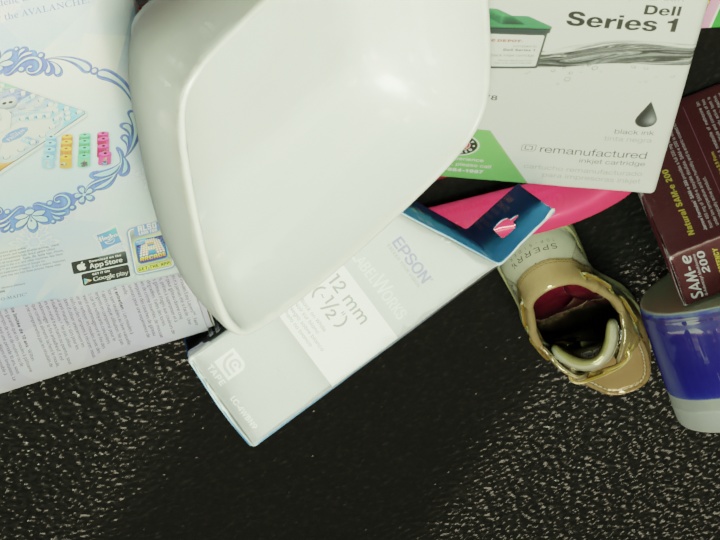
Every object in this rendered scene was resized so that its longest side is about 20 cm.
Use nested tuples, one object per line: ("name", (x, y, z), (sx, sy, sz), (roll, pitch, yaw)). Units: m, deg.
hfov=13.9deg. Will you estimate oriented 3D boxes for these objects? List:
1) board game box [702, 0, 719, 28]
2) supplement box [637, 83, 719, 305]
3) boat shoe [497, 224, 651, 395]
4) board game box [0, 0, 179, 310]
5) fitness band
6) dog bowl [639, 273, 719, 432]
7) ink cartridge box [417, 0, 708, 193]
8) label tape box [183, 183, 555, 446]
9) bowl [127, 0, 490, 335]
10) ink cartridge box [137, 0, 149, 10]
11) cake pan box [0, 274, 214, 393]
("board game box", (0.222, -0.197, 1.570), (0.200, 0.040, 0.153), (-5, 141, -17))
("supplement box", (0.263, -0.068, 1.748), (0.200, 0.109, 0.061), (-21, 144, 4))
("boat shoe", (0.137, 0.036, 1.861), (0.074, 0.066, 0.200), (-28, 142, 13))
("board game box", (-0.196, -0.066, 1.393), (0.200, 0.043, 0.199), (-11, 131, -5))
("fitness band", (0.065, -0.053, 1.714), (0.200, 0.037, 0.144), (-13, 160, 6))
("dog bowl", (0.275, 0.023, 1.798), (0.200, 0.200, 0.079), (-21, 99, 3))
("ink cartridge box", (0.097, -0.136, 1.502), (0.146, 0.084, 0.200), (4, 145, -3))
("label tape box", (0.000, 0.000, 1.581), (0.200, 0.143, 0.066), (-38, 100, 1))
("bowl", (-0.031, -0.092, 1.382), (0.200, 0.075, 0.200), (-41, 146, -24))
("ink cartridge box", (-0.087, -0.144, 1.512), (0.116, 0.068, 0.200), (-20, 149, 35))
("cake pan box", (-0.186, -0.023, 1.487), (0.184, 0.052, 0.200), (-17, 127, 2))
